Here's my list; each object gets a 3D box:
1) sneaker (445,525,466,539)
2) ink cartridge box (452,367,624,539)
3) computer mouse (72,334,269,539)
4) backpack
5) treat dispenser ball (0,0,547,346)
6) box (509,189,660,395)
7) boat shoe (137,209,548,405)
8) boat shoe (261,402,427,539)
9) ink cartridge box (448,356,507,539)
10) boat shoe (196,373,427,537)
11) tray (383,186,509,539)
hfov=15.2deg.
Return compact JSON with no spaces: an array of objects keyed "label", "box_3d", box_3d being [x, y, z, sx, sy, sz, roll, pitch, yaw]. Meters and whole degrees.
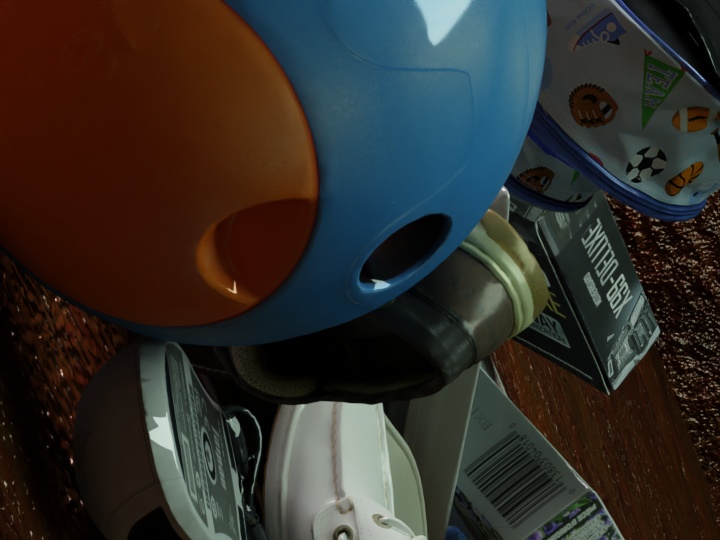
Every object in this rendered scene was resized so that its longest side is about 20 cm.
[{"label":"sneaker","box_3d":[0.057,0.193,1.269,0.200,0.089,0.079,-98,167,-54]},{"label":"ink cartridge box","box_3d":[0.093,0.138,1.275,0.109,0.050,0.200,48,-7,44]},{"label":"computer mouse","box_3d":[-0.066,0.074,0.930,0.200,0.044,0.110,64,16,-68]},{"label":"backpack","box_3d":[0.105,-0.110,1.226,0.191,0.154,0.200,49,26,24]},{"label":"treat dispenser ball","box_3d":[-0.042,-0.077,0.846,0.201,0.201,0.201,-18,90,-81]},{"label":"box","box_3d":[0.057,-0.033,1.457,0.200,0.050,0.158,29,-20,36]},{"label":"boat shoe","box_3d":[-0.024,0.013,0.954,0.065,0.200,0.073,-44,112,-35]},{"label":"boat shoe","box_3d":[0.006,0.126,1.031,0.071,0.069,0.200,34,50,-56]},{"label":"ink cartridge box","box_3d":[0.038,0.076,1.438,0.200,0.068,0.116,-93,163,-57]},{"label":"boat shoe","box_3d":[-0.023,0.075,1.126,0.067,0.057,0.200,-47,130,-39]},{"label":"tray","box_3d":[0.017,0.038,1.207,0.107,0.022,0.200,44,-51,55]}]
